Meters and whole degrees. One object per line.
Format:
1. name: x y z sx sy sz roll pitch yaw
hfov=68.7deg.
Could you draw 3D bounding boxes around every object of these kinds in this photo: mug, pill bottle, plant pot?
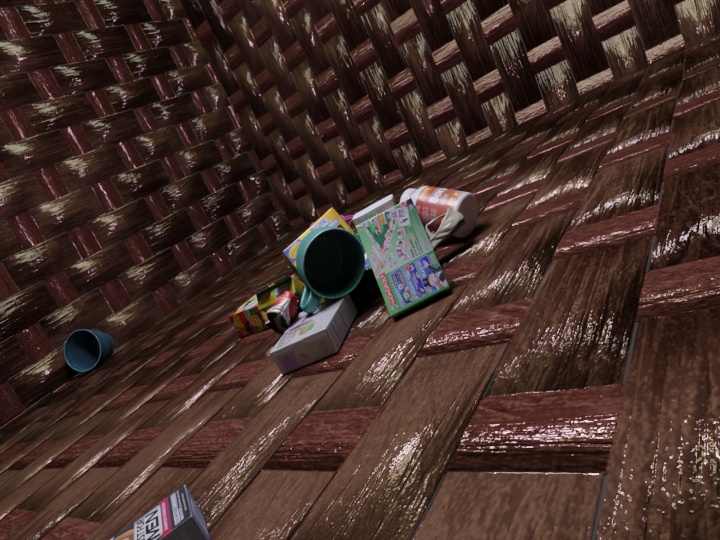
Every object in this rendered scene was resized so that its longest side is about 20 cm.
1. mug: -0.087 -0.014 1.208 0.181 0.156 0.114 -30 16 -14
2. pill bottle: 0.200 -0.159 1.379 0.196 0.116 0.111 17 41 41
3. plant pot: -1.363 0.397 2.686 0.195 0.206 0.188 -27 -3 3

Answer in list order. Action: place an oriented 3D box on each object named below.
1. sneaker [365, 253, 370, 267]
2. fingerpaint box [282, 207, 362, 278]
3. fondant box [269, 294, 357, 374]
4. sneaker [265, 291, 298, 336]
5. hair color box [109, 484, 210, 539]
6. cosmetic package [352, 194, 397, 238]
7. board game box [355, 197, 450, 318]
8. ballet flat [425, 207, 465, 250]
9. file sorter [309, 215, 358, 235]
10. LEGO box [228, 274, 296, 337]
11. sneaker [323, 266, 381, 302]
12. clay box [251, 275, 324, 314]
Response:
1. sneaker: 0.000 0.000 1.414 0.112 0.083 0.200 -23 15 12
2. fingerpaint box: -0.098 -0.047 1.511 0.199 0.167 0.074 -41 -9 -15
3. fondant box: -0.096 0.132 1.153 0.141 0.060 0.200 -25 12 20
4. sneaker: -0.178 0.106 1.270 0.087 0.075 0.200 -60 1 -23
5. hair color box: -0.280 0.362 0.630 0.197 0.062 0.098 -34 14 -21
6. cosmetic package: 0.069 -0.049 1.163 0.099 0.205 0.071 -24 11 11
7. board game box: 0.084 -0.027 1.070 0.131 0.206 0.029 -25 -16 11
8. ballet flat: 0.166 -0.070 1.249 0.200 0.070 0.069 -47 16 -10
9. file sorter: -0.050 -0.107 1.690 0.136 0.131 0.196 -10 0 44
10. LEGO box: -0.289 0.110 1.635 0.146 0.079 0.200 -20 15 35
11. sneaker: -0.005 0.037 1.292 0.195 0.075 0.082 -26 13 10
12. clay box: -0.182 0.076 1.353 0.112 0.049 0.199 -25 -23 16
